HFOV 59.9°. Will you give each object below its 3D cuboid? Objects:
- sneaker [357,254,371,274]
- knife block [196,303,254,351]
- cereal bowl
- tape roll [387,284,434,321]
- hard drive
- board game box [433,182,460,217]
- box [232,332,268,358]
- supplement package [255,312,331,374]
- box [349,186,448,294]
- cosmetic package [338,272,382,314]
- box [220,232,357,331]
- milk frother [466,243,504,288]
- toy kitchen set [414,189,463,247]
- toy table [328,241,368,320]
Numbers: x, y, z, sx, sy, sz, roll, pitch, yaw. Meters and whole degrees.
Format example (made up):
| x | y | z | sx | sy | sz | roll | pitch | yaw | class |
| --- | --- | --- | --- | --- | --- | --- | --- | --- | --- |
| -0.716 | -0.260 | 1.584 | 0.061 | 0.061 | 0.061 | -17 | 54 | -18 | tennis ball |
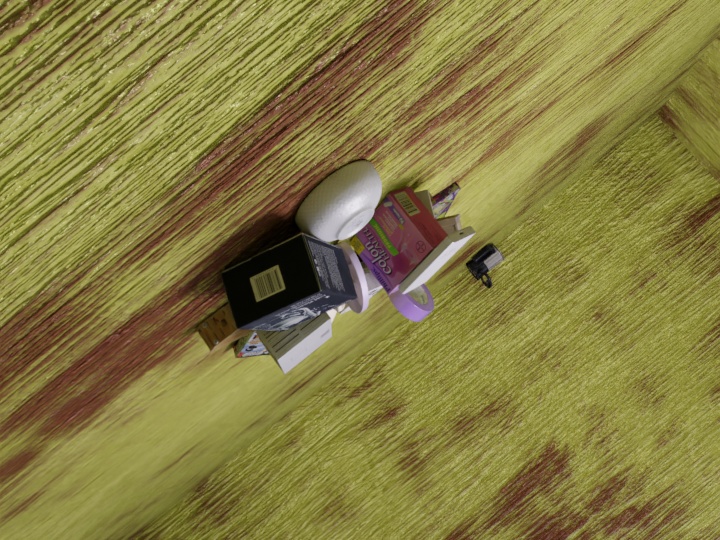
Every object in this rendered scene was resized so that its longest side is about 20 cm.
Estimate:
| x | y | z | sx | sy | sz | roll | pitch | yaw | class |
| --- | --- | --- | --- | --- | --- | --- | --- | --- | --- |
| 0.000 | 0.000 | 1.804 | 0.073 | 0.089 | 0.199 | 21 | 157 | -25 | sneaker |
| -0.268 | 0.113 | 1.471 | 0.199 | 0.064 | 0.176 | -38 | 167 | -7 | knife block |
| -0.032 | -0.125 | 1.273 | 0.199 | 0.084 | 0.200 | -36 | 166 | -10 | cereal bowl |
| 0.187 | 0.092 | 2.364 | 0.066 | 0.201 | 0.199 | -43 | 167 | 28 | tape roll |
| 0.188 | -0.026 | 1.548 | 0.131 | 0.027 | 0.200 | -24 | 160 | -53 | hard drive |
| 0.231 | -0.185 | 1.926 | 0.119 | 0.032 | 0.201 | -38 | 167 | -22 | board game box |
| -0.236 | 0.184 | 1.722 | 0.197 | 0.040 | 0.137 | -1 | 146 | -37 | box |
| -0.158 | 0.139 | 1.479 | 0.155 | 0.111 | 0.200 | -37 | 168 | -13 | supplement package |
| 0.098 | -0.075 | 1.592 | 0.096 | 0.177 | 0.200 | -23 | 161 | -48 | box |
| -0.005 | 0.062 | 1.719 | 0.081 | 0.051 | 0.200 | -19 | 169 | -24 | cosmetic package |
| -0.140 | 0.031 | 1.271 | 0.197 | 0.126 | 0.196 | -24 | 167 | 17 | box |
| 0.717 | -0.022 | 3.466 | 0.187 | 0.201 | 0.181 | -38 | 164 | 0 | milk frother |
| 0.187 | -0.148 | 1.698 | 0.196 | 0.166 | 0.180 | -10 | -165 | 28 | toy kitchen set |
| -0.062 | 0.040 | 1.576 | 0.116 | 0.204 | 0.183 | -28 | -157 | -26 | toy table |
